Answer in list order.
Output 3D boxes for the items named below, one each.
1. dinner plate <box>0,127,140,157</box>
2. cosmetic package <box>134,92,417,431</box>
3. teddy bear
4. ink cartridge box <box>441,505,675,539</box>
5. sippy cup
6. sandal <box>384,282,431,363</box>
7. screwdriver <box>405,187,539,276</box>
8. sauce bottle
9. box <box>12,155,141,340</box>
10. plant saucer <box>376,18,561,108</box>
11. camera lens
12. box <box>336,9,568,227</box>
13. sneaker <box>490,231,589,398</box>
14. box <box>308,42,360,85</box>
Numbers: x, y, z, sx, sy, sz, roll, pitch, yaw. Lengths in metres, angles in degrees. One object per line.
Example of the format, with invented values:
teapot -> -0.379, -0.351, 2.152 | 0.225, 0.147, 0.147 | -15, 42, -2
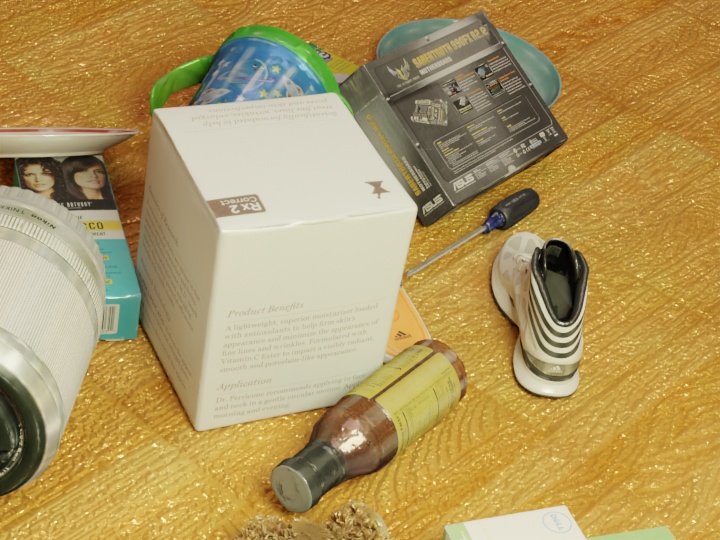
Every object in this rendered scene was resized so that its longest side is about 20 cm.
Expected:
dinner plate -> -0.295, -0.115, 1.550 | 0.198, 0.024, 0.200 | -1, 7, 0
cosmetic package -> -0.075, -0.010, 1.385 | 0.164, 0.201, 0.165 | -8, 41, -25
teddy bear -> -0.042, 0.220, 1.216 | 0.145, 0.067, 0.199 | 38, 36, 23
ink cartridge box -> 0.173, 0.235, 1.262 | 0.198, 0.048, 0.146 | -7, 40, -20
sippy cup -> -0.104, -0.136, 1.613 | 0.177, 0.140, 0.131 | -13, 30, 42
sandal -> 0.007, -0.001, 1.513 | 0.079, 0.060, 0.207 | -12, 43, -29
screwdriver -> 0.106, -0.030, 1.609 | 0.029, 0.028, 0.200 | 51, 47, 2
sauce bottle -> 0.006, 0.121, 1.349 | 0.066, 0.066, 0.200 | 32, 41, 25
box -> -0.243, -0.021, 1.479 | 0.082, 0.049, 0.201 | -3, 39, -19
plant saucer -> 0.112, -0.204, 1.837 | 0.198, 0.028, 0.201 | 7, 36, -5
camera lens -> -0.277, 0.053, 1.266 | 0.159, 0.161, 0.201 | 11, 36, 0
box -> 0.091, -0.149, 1.677 | 0.200, 0.048, 0.159 | -31, 86, -44
sneaker -> 0.165, 0.005, 1.503 | 0.075, 0.116, 0.201 | 5, 37, -9
box -> -0.024, -0.161, 1.727 | 0.199, 0.049, 0.117 | 26, 39, 21
